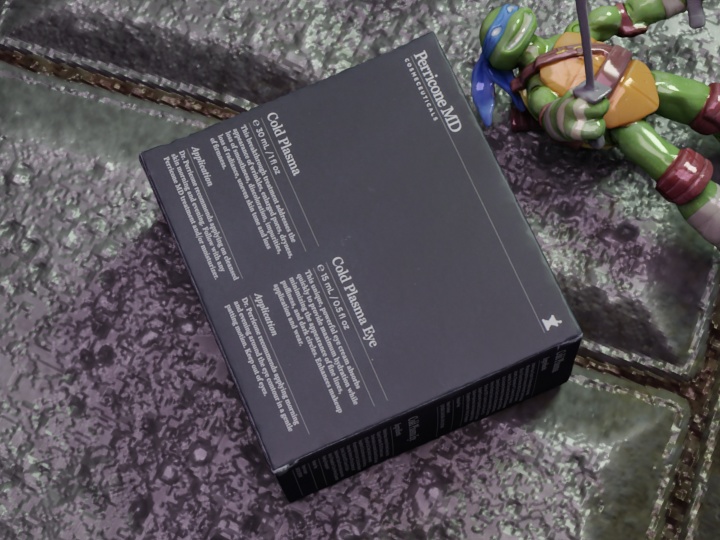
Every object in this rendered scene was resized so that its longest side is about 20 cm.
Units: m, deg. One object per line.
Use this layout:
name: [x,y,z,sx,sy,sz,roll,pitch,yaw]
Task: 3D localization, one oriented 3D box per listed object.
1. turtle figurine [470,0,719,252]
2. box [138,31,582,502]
turtle figurine: [0.171,-0.112,0.939,0.194,0.144,0.200,35,120,-6]
box: [0.000,0.000,0.945,0.182,0.104,0.200,-23,73,-4]
